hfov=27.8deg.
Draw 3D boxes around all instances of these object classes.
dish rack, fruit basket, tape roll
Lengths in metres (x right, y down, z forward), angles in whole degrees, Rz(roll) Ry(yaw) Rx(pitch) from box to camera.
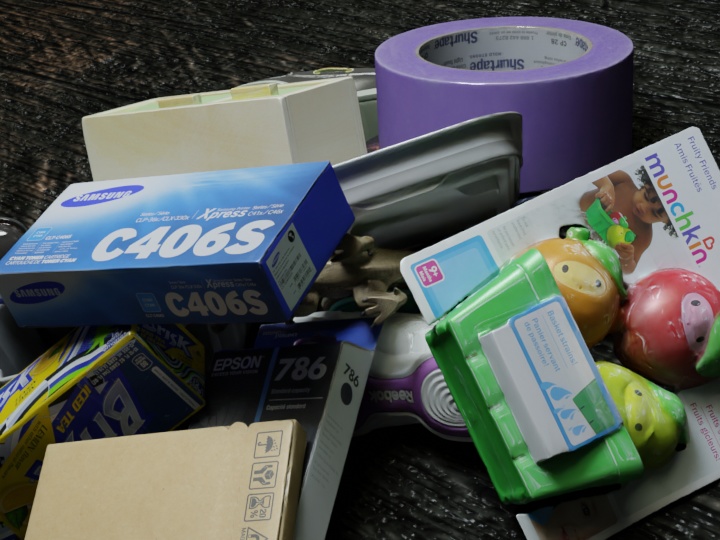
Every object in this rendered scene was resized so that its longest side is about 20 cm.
[{"bbox_3d":[0.030,-0.041,0.949,0.170,0.044,0.200,-17,-10,4],"label":"dish rack"},{"bbox_3d":[0.146,0.037,0.800,0.198,0.187,0.094,-24,-6,-8],"label":"fruit basket"},{"bbox_3d":[0.111,-0.132,1.124,0.198,0.086,0.200,-4,24,2],"label":"tape roll"}]

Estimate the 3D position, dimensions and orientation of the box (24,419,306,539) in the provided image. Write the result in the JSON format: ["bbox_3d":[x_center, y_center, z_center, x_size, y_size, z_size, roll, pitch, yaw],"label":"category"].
[{"bbox_3d":[-0.116,0.177,0.772,0.162,0.021,0.202,-8,54,20],"label":"box"}]

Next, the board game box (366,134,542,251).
[{"bbox_3d":[0.027,-0.038,1.108,0.135,0.035,0.199,-33,34,-25],"label":"board game box"}]

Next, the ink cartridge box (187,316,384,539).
[{"bbox_3d":[-0.056,0.103,0.847,0.099,0.039,0.201,-7,50,31],"label":"ink cartridge box"}]

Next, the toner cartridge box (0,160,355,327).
[{"bbox_3d":[-0.111,-0.014,0.844,0.198,0.043,0.095,-3,36,31],"label":"toner cartridge box"}]

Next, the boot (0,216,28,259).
[{"bbox_3d":[-0.329,0.035,1.098,0.199,0.070,0.174,-35,14,-9],"label":"boot"}]

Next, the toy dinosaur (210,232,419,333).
[{"bbox_3d":[0.000,0.000,0.887,0.198,0.059,0.101,-9,5,1],"label":"toy dinosaur"}]

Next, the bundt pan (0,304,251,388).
[{"bbox_3d":[-0.165,0.049,1.015,0.200,0.076,0.202,-15,26,7],"label":"bundt pan"}]

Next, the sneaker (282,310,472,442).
[{"bbox_3d":[0.035,0.063,0.926,0.199,0.076,0.099,8,19,38],"label":"sneaker"}]

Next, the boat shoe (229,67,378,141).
[{"bbox_3d":[-0.028,-0.141,1.275,0.199,0.072,0.061,4,31,20],"label":"boat shoe"}]

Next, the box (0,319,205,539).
[{"bbox_3d":[-0.188,0.100,0.890,0.199,0.070,0.064,-37,28,15],"label":"box"}]

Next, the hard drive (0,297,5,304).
[{"bbox_3d":[-0.149,-0.022,1.022,0.198,0.026,0.132,-3,29,33],"label":"hard drive"}]

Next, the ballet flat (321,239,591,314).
[{"bbox_3d":[0.074,0.011,0.972,0.198,0.068,0.063,-1,49,10],"label":"ballet flat"}]

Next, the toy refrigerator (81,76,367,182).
[{"bbox_3d":[-0.096,-0.091,0.994,0.199,0.071,0.076,1,16,41],"label":"toy refrigerator"}]
